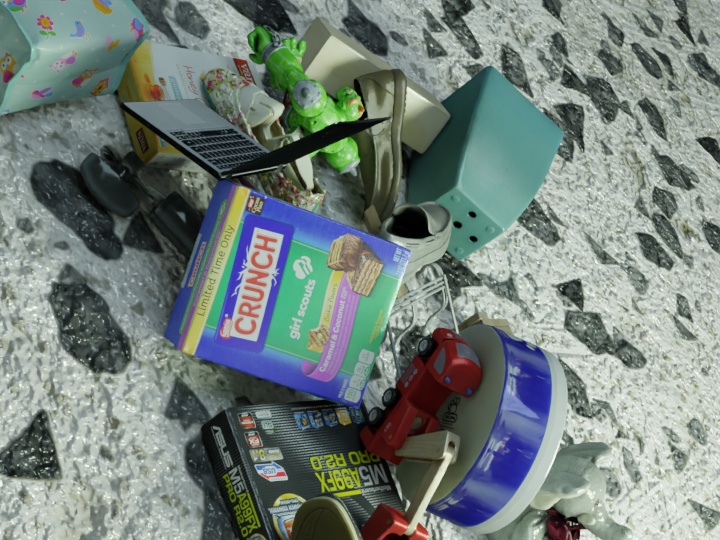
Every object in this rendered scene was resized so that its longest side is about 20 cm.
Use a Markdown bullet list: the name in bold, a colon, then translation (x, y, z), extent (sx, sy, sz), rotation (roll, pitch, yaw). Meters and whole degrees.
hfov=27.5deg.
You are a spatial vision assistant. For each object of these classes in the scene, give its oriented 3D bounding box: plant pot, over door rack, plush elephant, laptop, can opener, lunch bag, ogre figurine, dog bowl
- **plant pot**: translation (0.145, -0.123, 1.874), extent (0.141, 0.141, 0.201), rotation (40, 45, -17)
- **over door rack**: translation (0.068, 0.106, 1.661), extent (0.147, 0.066, 0.202), rotation (-25, 93, -52)
- **plush elephant**: translation (0.224, 0.270, 1.612), extent (0.201, 0.154, 0.164), rotation (54, 36, 1)
- **laptop**: translation (-0.102, -0.159, 1.482), extent (0.199, 0.117, 0.187), rotation (36, 15, 10)
- **can opener**: translation (-0.203, -0.051, 1.505), extent (0.200, 0.053, 0.067), rotation (44, 71, -10)
- **lunch bag**: translation (-0.337, -0.270, 1.468), extent (0.170, 0.122, 0.201), rotation (-19, 67, -50)
- **ogre figurine**: translation (-0.055, -0.181, 1.682), extent (0.097, 0.202, 0.120), rotation (-23, 43, -16)
- **dog bowl**: translation (0.121, 0.160, 1.501), extent (0.078, 0.200, 0.202), rotation (25, 44, -22)

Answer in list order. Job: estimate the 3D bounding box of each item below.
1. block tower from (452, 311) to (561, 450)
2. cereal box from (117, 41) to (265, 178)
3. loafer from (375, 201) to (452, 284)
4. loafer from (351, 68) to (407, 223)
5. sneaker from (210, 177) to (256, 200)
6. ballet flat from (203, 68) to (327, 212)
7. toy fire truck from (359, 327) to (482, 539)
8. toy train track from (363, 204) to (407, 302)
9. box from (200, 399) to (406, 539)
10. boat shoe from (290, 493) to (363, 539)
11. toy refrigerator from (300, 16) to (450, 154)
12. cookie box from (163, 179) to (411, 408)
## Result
- **block tower**: translation (0.174, 0.149, 1.744), extent (0.057, 0.054, 0.202), rotation (1, 61, -48)
- **cereal box**: translation (-0.177, -0.177, 1.633), extent (0.199, 0.039, 0.145), rotation (1, 62, -47)
- **loafer**: translation (0.062, -0.043, 1.673), extent (0.069, 0.070, 0.200), rotation (22, 27, 11)
- **loafer**: translation (0.015, -0.147, 1.774), extent (0.067, 0.076, 0.203), rotation (6, 75, -8)
- **sneaker**: translation (-0.092, -0.009, 1.567), extent (0.090, 0.075, 0.202), rotation (-15, 81, -51)
- **ballet flat**: translation (-0.098, -0.146, 1.615), extent (0.075, 0.064, 0.201), rotation (-32, 90, -51)
- **toy fire truck**: translation (0.059, 0.170, 1.451), extent (0.048, 0.201, 0.141), rotation (28, 14, -31)
- **toy train track**: translation (0.000, 0.000, 1.678), extent (0.200, 0.032, 0.116), rotation (-43, 116, -54)
- **box**: translation (-0.049, 0.211, 1.453), extent (0.199, 0.044, 0.162), rotation (1, 60, -48)
- **boat shoe**: translation (-0.013, 0.296, 1.370), extent (0.066, 0.071, 0.203), rotation (-44, 121, -65)
- **toy refrigerator**: translation (0.011, -0.229, 1.849), extent (0.199, 0.070, 0.076), rotation (31, 15, -29)
- **cookie box**: translation (-0.072, 0.023, 1.458), extent (0.198, 0.075, 0.173), rotation (19, 90, -23)
